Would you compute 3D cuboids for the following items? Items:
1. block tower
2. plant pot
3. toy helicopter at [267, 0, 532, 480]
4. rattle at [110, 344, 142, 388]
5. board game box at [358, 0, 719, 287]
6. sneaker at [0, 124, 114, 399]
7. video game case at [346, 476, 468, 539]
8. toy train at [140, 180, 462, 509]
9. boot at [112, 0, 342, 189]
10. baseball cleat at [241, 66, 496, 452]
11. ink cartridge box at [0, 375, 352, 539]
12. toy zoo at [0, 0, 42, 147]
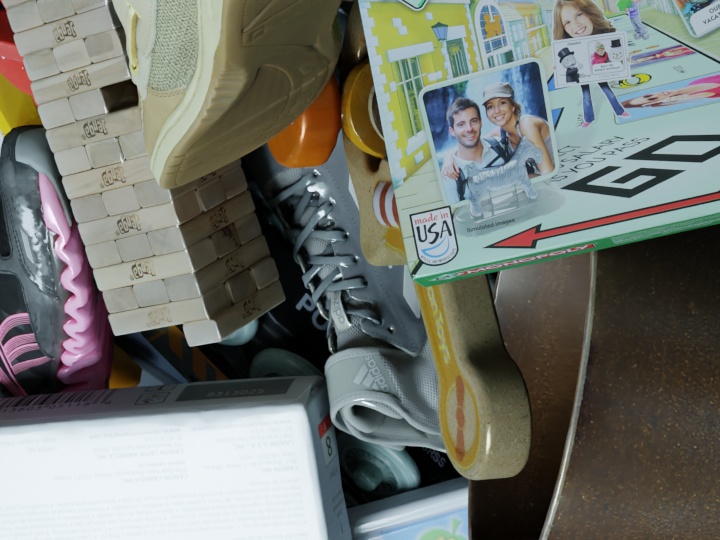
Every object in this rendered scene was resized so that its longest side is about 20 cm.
[{"bbox_3d":[-0.094,-0.069,0.817,0.057,0.054,0.201,-11,103,35],"label":"block tower"},{"bbox_3d":[0.158,0.052,0.770,0.198,0.188,0.188,9,137,-7],"label":"plant pot"},{"bbox_3d":[0.033,-0.022,0.749,0.078,0.201,0.132,-5,158,-24],"label":"toy helicopter"},{"bbox_3d":[-0.201,-0.024,0.985,0.142,0.130,0.202,-1,102,18],"label":"rattle"},{"bbox_3d":[0.101,-0.081,0.666,0.198,0.029,0.136,-13,82,11],"label":"board game box"},{"bbox_3d":[-0.158,0.011,0.893,0.095,0.079,0.201,5,141,-2],"label":"sneaker"},{"bbox_3d":[0.049,0.184,0.909,0.199,0.022,0.183,-17,104,12],"label":"video game case"},{"bbox_3d":[-0.032,0.043,0.936,0.200,0.085,0.114,45,146,-12],"label":"toy train"},{"bbox_3d":[-0.076,-0.127,0.713,0.156,0.073,0.200,54,161,12],"label":"boot"},{"bbox_3d":[0.000,0.000,0.855,0.200,0.107,0.070,45,141,-10],"label":"baseball cleat"},{"bbox_3d":[-0.081,0.150,0.889,0.161,0.050,0.202,-5,107,12],"label":"ink cartridge box"},{"bbox_3d":[-0.177,-0.112,0.889,0.131,0.020,0.201,17,143,40],"label":"toy zoo"}]
